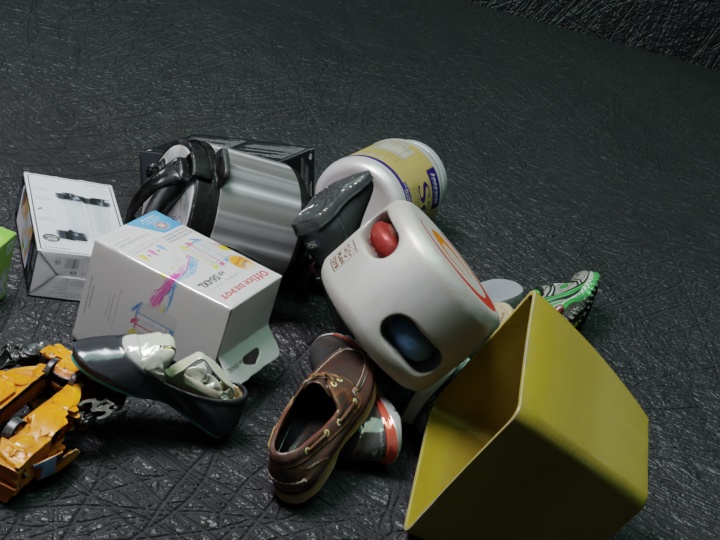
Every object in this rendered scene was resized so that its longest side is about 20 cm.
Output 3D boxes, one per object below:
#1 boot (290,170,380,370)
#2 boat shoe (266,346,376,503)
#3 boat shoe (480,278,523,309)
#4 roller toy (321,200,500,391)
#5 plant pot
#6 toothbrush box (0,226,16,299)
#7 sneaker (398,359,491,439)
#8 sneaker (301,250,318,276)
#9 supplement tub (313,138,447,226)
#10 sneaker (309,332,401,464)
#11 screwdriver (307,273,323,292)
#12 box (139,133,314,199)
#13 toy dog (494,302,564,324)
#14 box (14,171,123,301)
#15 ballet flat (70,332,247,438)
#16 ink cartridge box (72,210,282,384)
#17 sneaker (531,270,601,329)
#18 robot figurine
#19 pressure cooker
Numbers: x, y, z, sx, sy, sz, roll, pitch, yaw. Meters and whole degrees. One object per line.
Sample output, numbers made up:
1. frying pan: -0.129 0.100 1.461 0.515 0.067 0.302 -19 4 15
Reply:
1. boot: -0.001 0.000 1.559 0.065 0.202 0.165 -13 19 36
2. boat shoe: -0.037 0.140 1.313 0.069 0.071 0.201 2 38 21
3. boat shoe: 0.117 0.067 1.592 0.198 0.067 0.072 -20 34 -36
4. roller toy: 0.048 0.029 1.413 0.201 0.139 0.182 55 10 17
5. plant pot: 0.181 0.183 1.308 0.175 0.201 0.201 32 34 -10
6. toothbrush box: -0.465 0.007 1.333 0.144 0.087 0.200 21 26 3
7. sneaker: 0.135 0.154 1.508 0.115 0.076 0.200 36 36 14
8. sneaker: -0.087 -0.051 1.713 0.094 0.080 0.200 12 10 -9
9. supplement tub: 0.033 -0.108 1.864 0.144 0.147 0.200 27 26 17
10. sneaker: -0.026 0.134 1.412 0.081 0.078 0.200 -3 31 -25
11. screwdriver: 0.021 0.018 1.728 0.197 0.029 0.028 0 30 -26
12. box: -0.180 -0.129 1.766 0.198 0.080 0.141 9 16 25
13. toy dog: 0.213 0.112 1.500 0.131 0.096 0.202 25 34 -50
14. box: -0.344 -0.040 1.549 0.115 0.061 0.201 7 28 -24
15. ballet flat: -0.189 0.099 1.282 0.199 0.073 0.073 33 14 -34
16. ink cartridge box: -0.187 0.044 1.411 0.198 0.127 0.128 25 25 14
17. sneaker: 0.280 0.040 1.822 0.084 0.079 0.200 26 26 17
18. robot figurine: -0.309 0.133 1.221 0.144 0.059 0.200 25 26 11
19. pressure cooker: -0.181 -0.063 1.563 0.198 0.178 0.178 14 7 -32
